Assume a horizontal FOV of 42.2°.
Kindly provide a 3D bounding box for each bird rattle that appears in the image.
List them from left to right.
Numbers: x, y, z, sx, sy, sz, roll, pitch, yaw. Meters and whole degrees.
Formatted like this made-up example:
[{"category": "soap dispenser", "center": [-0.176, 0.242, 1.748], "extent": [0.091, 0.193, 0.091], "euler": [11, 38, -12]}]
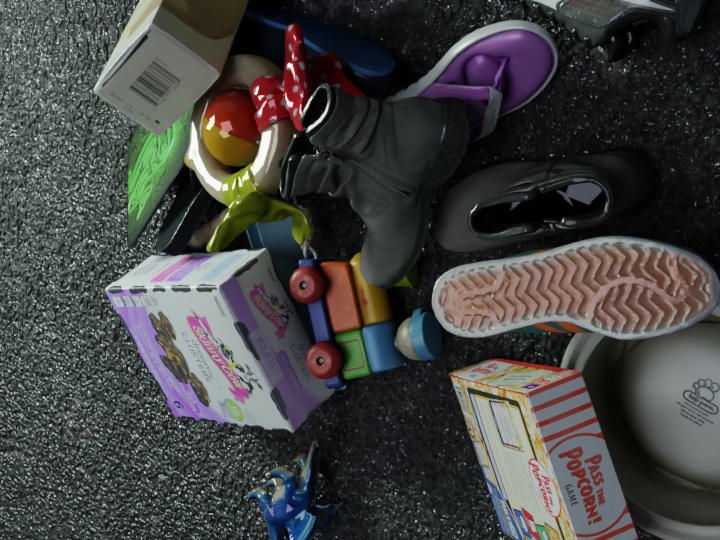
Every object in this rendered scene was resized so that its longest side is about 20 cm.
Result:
[{"category": "bird rattle", "center": [-0.092, -0.115, 0.782], "extent": [0.163, 0.112, 0.201], "euler": [37, 125, 35]}]

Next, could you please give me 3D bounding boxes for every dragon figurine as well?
[{"category": "dragon figurine", "center": [-0.059, 0.250, 0.979], "extent": [0.100, 0.059, 0.200], "euler": [52, 127, 14]}]

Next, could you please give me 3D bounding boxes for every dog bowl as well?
[{"category": "dog bowl", "center": [0.253, 0.100, 0.698], "extent": [0.199, 0.074, 0.201], "euler": [10, 108, 35]}]

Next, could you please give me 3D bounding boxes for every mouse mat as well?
[{"category": "mouse mat", "center": [-0.201, -0.137, 0.954], "extent": [0.200, 0.007, 0.161], "euler": [-49, 39, 39]}]

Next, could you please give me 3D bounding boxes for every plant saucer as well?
[{"category": "plant saucer", "center": [-0.065, 0.027, 0.950], "extent": [0.070, 0.019, 0.201], "euler": [-15, 94, 38]}]

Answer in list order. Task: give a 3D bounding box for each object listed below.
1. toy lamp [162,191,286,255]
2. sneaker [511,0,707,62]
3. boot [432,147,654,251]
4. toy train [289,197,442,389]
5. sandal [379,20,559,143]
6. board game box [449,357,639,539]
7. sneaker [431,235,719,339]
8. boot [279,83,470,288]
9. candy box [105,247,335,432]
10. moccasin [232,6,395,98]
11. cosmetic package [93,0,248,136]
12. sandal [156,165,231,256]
[{"category": "toy lamp", "center": [-0.147, -0.044, 0.950], "extent": [0.200, 0.058, 0.058], "euler": [-26, 86, 53]}, {"category": "sneaker", "center": [0.161, -0.204, 0.686], "extent": [0.200, 0.071, 0.098], "euler": [11, 106, 33]}, {"category": "boot", "center": [0.114, -0.050, 0.714], "extent": [0.199, 0.130, 0.068], "euler": [-13, 94, 38]}, {"category": "toy train", "center": [0.000, 0.000, 0.865], "extent": [0.115, 0.085, 0.201], "euler": [-14, 86, 22]}, {"category": "sandal", "center": [0.080, -0.130, 0.759], "extent": [0.202, 0.082, 0.050], "euler": [-27, 46, 47]}, {"category": "board game box", "center": [0.139, 0.151, 0.738], "extent": [0.200, 0.046, 0.152], "euler": [170, 81, -80]}, {"category": "sneaker", "center": [0.156, 0.011, 0.670], "extent": [0.199, 0.080, 0.072], "euler": [-3, 94, 28]}, {"category": "boot", "center": [-0.006, -0.066, 0.742], "extent": [0.200, 0.130, 0.068], "euler": [112, 151, -44]}, {"category": "candy box", "center": [-0.144, 0.069, 0.942], "extent": [0.199, 0.072, 0.168], "euler": [-3, 119, 45]}, {"category": "moccasin", "center": [-0.043, -0.187, 0.850], "extent": [0.200, 0.080, 0.069], "euler": [34, 125, 41]}, {"category": "cosmetic package", "center": [-0.157, -0.229, 0.838], "extent": [0.071, 0.201, 0.105], "euler": [34, 132, -26]}, {"category": "sandal", "center": [-0.156, -0.110, 0.912], "extent": [0.201, 0.048, 0.075], "euler": [-63, 28, 2]}]
